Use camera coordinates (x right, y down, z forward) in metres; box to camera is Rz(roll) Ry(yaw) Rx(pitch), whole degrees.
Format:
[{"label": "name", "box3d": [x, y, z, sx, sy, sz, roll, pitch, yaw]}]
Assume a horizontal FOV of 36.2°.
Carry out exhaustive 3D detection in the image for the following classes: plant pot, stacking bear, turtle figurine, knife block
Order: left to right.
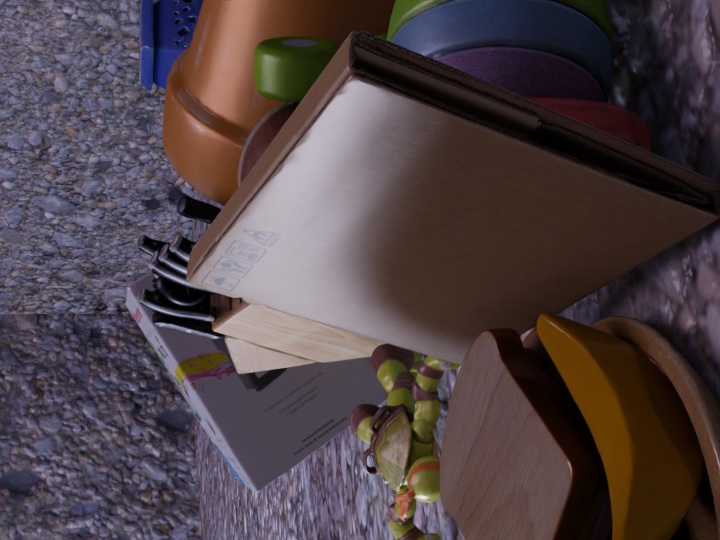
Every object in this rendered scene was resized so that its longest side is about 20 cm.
[{"label": "plant pot", "box3d": [-0.462, -0.563, 2.734, 0.201, 0.177, 0.203, 113, 155, -60]}, {"label": "knife block", "box3d": [-0.059, 0.005, 0.804, 0.176, 0.197, 0.065, 84, 179, -60]}, {"label": "plant pot", "box3d": [-0.037, -0.165, 0.788, 0.201, 0.197, 0.185, -106, 22, -51]}, {"label": "turtle figurine", "box3d": [0.030, 0.128, 0.771, 0.161, 0.063, 0.203, -125, 37, -69]}, {"label": "stacking bear", "box3d": [0.069, -0.124, 0.515, 0.122, 0.112, 0.203, 80, -168, -68]}]

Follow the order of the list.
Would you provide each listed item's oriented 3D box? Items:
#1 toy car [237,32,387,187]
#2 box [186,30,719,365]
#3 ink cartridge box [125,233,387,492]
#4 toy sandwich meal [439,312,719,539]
[{"label": "toy car", "box3d": [0.025, -0.040, 0.653, 0.200, 0.155, 0.167, -139, 45, -58]}, {"label": "box", "box3d": [0.028, -0.015, 0.480, 0.200, 0.161, 0.022, 139, 144, -56]}, {"label": "ink cartridge box", "box3d": [-0.096, 0.066, 0.975, 0.202, 0.145, 0.147, 57, 166, -1]}, {"label": "toy sandwich meal", "box3d": [0.094, 0.109, 0.475, 0.205, 0.069, 0.209, 180, 90, -77]}]
